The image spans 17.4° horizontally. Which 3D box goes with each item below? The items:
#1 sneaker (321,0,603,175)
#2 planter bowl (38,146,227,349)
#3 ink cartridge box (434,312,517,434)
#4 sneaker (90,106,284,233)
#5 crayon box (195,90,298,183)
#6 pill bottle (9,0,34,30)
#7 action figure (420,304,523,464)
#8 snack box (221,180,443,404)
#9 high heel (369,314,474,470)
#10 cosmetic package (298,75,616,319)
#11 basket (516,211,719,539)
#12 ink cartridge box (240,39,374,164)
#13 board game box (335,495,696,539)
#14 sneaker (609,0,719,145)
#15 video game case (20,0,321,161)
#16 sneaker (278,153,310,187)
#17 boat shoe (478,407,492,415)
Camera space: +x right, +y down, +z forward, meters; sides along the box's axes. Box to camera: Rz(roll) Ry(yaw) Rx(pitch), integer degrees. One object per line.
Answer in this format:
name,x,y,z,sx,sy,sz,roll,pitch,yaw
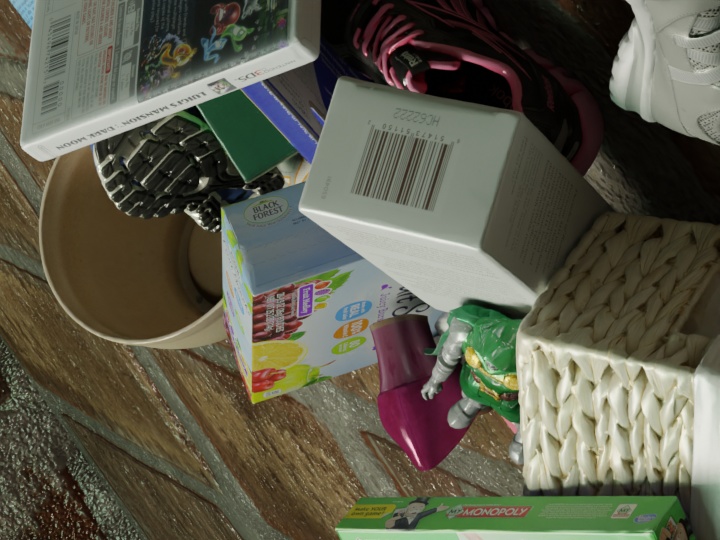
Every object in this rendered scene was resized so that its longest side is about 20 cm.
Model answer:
sneaker,0.036,-0.115,1.251,0.200,0.079,0.095,36,-164,25
planter bowl,-0.120,-0.031,1.754,0.200,0.201,0.135,41,-172,31
ink cartridge box,0.144,0.058,1.372,0.146,0.085,0.200,52,165,-9
sneaker,-0.123,-0.083,1.469,0.089,0.078,0.200,55,-170,19
crayon box,-0.096,-0.168,1.446,0.173,0.058,0.200,56,-172,-20
pill bottle,-0.203,-0.219,1.668,0.200,0.109,0.109,53,164,-5
action figure,0.075,0.058,1.258,0.118,0.055,0.200,27,167,11
snack box,0.000,0.000,1.475,0.200,0.168,0.068,100,150,-69
high heel,0.066,0.083,1.504,0.200,0.067,0.097,5,-112,-57
cosmetic package,0.058,-0.026,1.180,0.101,0.072,0.200,14,170,24
basket,0.156,0.085,1.176,0.123,0.136,0.201,12,127,25
ink cartridge box,-0.044,-0.124,1.316,0.198,0.047,0.201,47,-154,-49
board game box,0.094,0.174,1.175,0.199,0.029,0.135,-4,120,42
sneaker,0.161,-0.116,1.014,0.082,0.075,0.200,31,165,14
video game case,-0.096,-0.169,1.230,0.181,0.201,0.023,-18,145,30
sneaker,-0.019,-0.077,1.551,0.092,0.075,0.200,60,160,-3
boat shoe,0.024,0.032,1.664,0.200,0.072,0.068,41,159,23
